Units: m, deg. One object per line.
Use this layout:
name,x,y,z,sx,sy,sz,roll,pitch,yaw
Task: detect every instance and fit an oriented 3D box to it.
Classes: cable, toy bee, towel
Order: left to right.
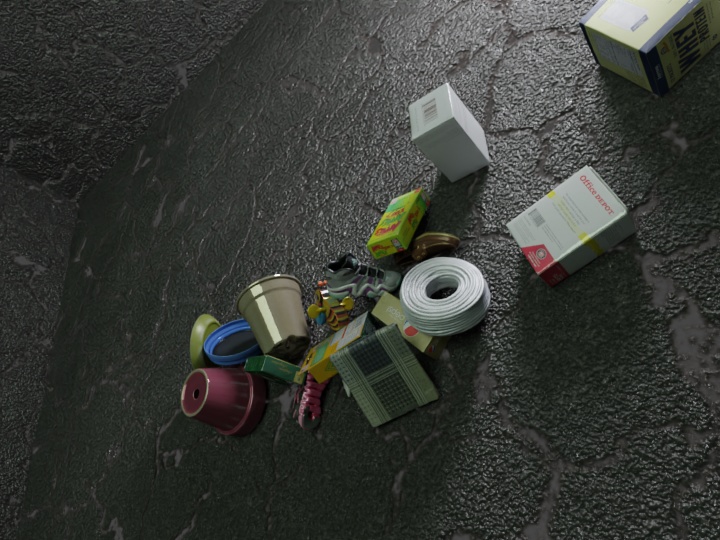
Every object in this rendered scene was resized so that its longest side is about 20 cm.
toy bee,-0.094,0.089,1.396,0.198,0.130,0.110,18,118,34
towel,0.054,0.236,1.171,0.191,0.035,0.202,-30,94,23
cable,0.185,0.053,1.158,0.197,0.070,0.202,-11,39,14

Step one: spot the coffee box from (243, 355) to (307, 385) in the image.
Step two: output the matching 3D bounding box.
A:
coffee box,-0.227,0.265,1.382,0.200,0.122,0.045,-24,45,64

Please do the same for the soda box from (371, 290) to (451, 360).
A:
soda box,0.116,0.125,1.232,0.199,0.064,0.068,34,92,46

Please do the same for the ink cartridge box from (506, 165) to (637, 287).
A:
ink cartridge box,0.421,-0.087,1.054,0.199,0.083,0.146,-38,47,21

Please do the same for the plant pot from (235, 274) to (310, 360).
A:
plant pot,-0.230,0.147,1.465,0.200,0.200,0.185,-38,57,20

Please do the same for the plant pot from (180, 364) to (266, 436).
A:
plant pot,-0.396,0.356,1.480,0.198,0.178,0.203,-18,61,35

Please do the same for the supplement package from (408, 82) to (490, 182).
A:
supplement package,0.220,-0.333,1.290,0.116,0.199,0.119,-24,53,30

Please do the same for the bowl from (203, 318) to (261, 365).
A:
bowl,-0.365,0.212,1.564,0.197,0.040,0.201,-10,26,5

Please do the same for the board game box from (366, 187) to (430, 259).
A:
board game box,0.099,-0.122,1.334,0.101,0.048,0.201,-17,31,40

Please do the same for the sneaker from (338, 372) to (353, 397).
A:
sneaker,0.033,0.246,1.234,0.199,0.077,0.101,-32,66,40

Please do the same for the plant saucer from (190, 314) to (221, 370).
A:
plant saucer,-0.467,0.237,1.630,0.031,0.201,0.203,-4,62,12

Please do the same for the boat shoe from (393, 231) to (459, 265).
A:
boat shoe,0.160,-0.049,1.289,0.198,0.071,0.069,-7,67,47

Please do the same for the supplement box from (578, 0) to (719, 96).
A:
supplement box,0.610,-0.512,1.079,0.200,0.134,0.201,-45,45,14

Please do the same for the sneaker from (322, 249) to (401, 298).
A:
sneaker,0.000,0.000,1.314,0.197,0.141,0.078,-9,42,7

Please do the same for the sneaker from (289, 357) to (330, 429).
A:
sneaker,-0.136,0.305,1.366,0.095,0.078,0.203,-7,61,53

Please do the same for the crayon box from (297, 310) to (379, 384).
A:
crayon box,-0.051,0.193,1.273,0.199,0.052,0.126,-35,13,22
